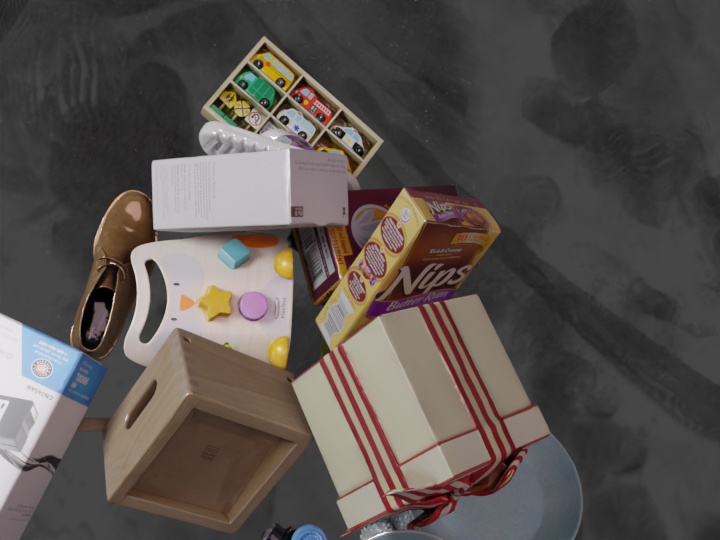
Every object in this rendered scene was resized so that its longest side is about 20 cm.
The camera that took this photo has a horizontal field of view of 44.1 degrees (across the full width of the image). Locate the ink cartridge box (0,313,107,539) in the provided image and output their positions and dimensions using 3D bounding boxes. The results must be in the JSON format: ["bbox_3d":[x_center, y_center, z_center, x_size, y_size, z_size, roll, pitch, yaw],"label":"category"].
[{"bbox_3d":[-0.376,0.154,0.906,0.143,0.084,0.202,22,75,8],"label":"ink cartridge box"}]

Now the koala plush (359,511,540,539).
[{"bbox_3d":[0.107,0.341,1.048,0.200,0.184,0.177,43,61,14],"label":"koala plush"}]

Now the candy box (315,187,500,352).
[{"bbox_3d":[0.049,0.007,0.966,0.116,0.201,0.057,4,41,-39],"label":"candy box"}]

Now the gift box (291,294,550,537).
[{"bbox_3d":[0.048,0.155,0.887,0.198,0.184,0.188,-13,70,-41],"label":"gift box"}]

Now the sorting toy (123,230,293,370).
[{"bbox_3d":[-0.172,0.042,0.999,0.178,0.107,0.203,5,81,-21],"label":"sorting toy"}]

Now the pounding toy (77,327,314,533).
[{"bbox_3d":[-0.191,0.170,0.946,0.183,0.143,0.201,26,113,-33],"label":"pounding toy"}]

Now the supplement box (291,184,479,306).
[{"bbox_3d":[0.030,-0.033,1.065,0.198,0.086,0.112,-7,71,-31],"label":"supplement box"}]

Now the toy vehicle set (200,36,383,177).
[{"bbox_3d":[-0.083,-0.178,1.107,0.199,0.026,0.125,39,72,-10],"label":"toy vehicle set"}]

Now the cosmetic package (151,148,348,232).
[{"bbox_3d":[-0.122,-0.085,0.974,0.112,0.198,0.082,-5,92,-59],"label":"cosmetic package"}]

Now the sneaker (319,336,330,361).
[{"bbox_3d":[-0.002,0.163,1.045,0.075,0.105,0.203,-13,86,-20],"label":"sneaker"}]

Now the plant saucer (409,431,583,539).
[{"bbox_3d":[0.148,0.251,0.999,0.198,0.039,0.203,1,54,-2],"label":"plant saucer"}]

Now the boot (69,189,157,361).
[{"bbox_3d":[-0.271,0.001,0.992,0.073,0.075,0.203,17,75,-13],"label":"boot"}]

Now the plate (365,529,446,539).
[{"bbox_3d":[0.055,0.374,0.931,0.197,0.026,0.203,-2,84,17],"label":"plate"}]

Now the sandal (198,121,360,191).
[{"bbox_3d":[-0.089,-0.139,1.046,0.200,0.083,0.050,21,64,-8],"label":"sandal"}]

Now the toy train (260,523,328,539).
[{"bbox_3d":[-0.044,0.375,0.998,0.199,0.087,0.115,39,58,-3],"label":"toy train"}]

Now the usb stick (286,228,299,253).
[{"bbox_3d":[0.000,0.000,1.107,0.199,0.033,0.056,35,67,-11],"label":"usb stick"}]
